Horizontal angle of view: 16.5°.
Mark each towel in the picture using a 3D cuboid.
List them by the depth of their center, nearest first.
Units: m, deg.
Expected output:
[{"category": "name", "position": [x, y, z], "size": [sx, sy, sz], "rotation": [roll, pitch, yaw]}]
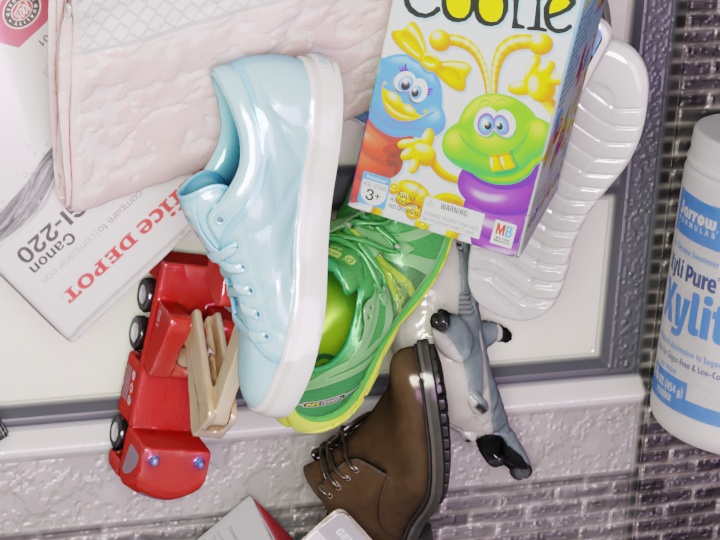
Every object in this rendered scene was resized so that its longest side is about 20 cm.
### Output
[{"category": "towel", "position": [-0.070, -0.122, 1.324], "size": [0.200, 0.032, 0.191], "rotation": [-19, 148, -18]}]

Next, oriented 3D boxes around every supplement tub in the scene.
[{"category": "supplement tub", "position": [0.261, 0.010, 1.589], "size": [0.132, 0.132, 0.200], "rotation": [-2, 109, -21]}]

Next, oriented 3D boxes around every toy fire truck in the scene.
[{"category": "toy fire truck", "position": [-0.093, 0.053, 1.456], "size": [0.049, 0.141, 0.200], "rotation": [6, 106, -24]}]

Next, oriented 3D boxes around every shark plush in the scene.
[{"category": "shark plush", "position": [0.075, 0.057, 1.571], "size": [0.200, 0.091, 0.083], "rotation": [54, 53, -23]}]

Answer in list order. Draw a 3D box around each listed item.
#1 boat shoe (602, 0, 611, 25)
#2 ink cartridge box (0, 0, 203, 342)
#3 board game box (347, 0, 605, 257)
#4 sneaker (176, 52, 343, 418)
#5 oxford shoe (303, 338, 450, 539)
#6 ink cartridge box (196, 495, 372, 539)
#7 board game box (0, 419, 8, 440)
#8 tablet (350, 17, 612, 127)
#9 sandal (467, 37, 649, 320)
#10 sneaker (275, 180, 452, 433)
[{"category": "boat shoe", "position": [0.116, -0.129, 1.498], "size": [0.071, 0.070, 0.201], "rotation": [-3, 145, 10]}, {"category": "ink cartridge box", "position": [-0.184, -0.080, 1.404], "size": [0.146, 0.085, 0.200], "rotation": [-43, 121, -2]}, {"category": "board game box", "position": [0.072, -0.127, 1.362], "size": [0.103, 0.105, 0.200], "rotation": [18, 117, 9]}, {"category": "sneaker", "position": [-0.062, -0.020, 1.330], "size": [0.082, 0.074, 0.200], "rotation": [2, 100, -17]}, {"category": "oxford shoe", "position": [0.010, 0.120, 1.534], "size": [0.084, 0.073, 0.200], "rotation": [4, 132, -9]}, {"category": "ink cartridge box", "position": [-0.034, 0.249, 1.581], "size": [0.176, 0.084, 0.200], "rotation": [-39, 119, 0]}, {"category": "board game box", "position": [-0.304, 0.044, 1.432], "size": [0.135, 0.028, 0.200], "rotation": [-28, 116, -11]}, {"category": "tablet", "position": [0.032, -0.134, 1.439], "size": [0.200, 0.014, 0.130], "rotation": [28, 119, 3]}, {"category": "sandal", "position": [0.112, -0.062, 1.488], "size": [0.082, 0.050, 0.203], "rotation": [25, 123, 2]}, {"category": "sneaker", "position": [0.000, 0.000, 1.475], "size": [0.084, 0.074, 0.200], "rotation": [65, 44, -61]}]
